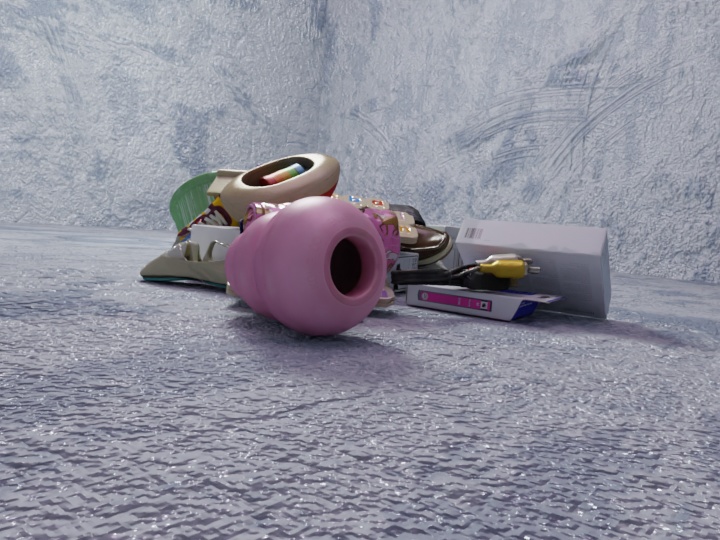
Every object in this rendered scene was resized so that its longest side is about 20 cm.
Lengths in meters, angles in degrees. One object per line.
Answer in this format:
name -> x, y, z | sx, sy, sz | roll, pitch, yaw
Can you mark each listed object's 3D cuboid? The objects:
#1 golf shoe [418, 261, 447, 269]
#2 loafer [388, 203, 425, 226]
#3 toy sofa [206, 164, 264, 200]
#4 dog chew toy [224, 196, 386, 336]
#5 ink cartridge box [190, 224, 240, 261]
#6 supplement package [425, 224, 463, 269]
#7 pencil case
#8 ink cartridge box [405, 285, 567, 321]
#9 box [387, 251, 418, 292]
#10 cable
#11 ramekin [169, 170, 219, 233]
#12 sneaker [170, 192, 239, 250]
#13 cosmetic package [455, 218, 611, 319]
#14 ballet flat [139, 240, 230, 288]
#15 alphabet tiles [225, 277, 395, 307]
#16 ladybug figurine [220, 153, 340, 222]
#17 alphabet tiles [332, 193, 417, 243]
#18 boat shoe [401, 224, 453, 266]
golf shoe -> 0.111, -0.014, 1.030 | 0.077, 0.099, 0.199 | 5, 6, -26
loafer -> 0.025, -0.096, 1.120 | 0.197, 0.074, 0.073 | 5, 39, -12
toy sofa -> -0.208, -0.101, 1.092 | 0.081, 0.202, 0.098 | 5, 48, 17
dog chew toy -> -0.066, -0.004, 0.562 | 0.123, 0.127, 0.199 | 1, -1, -38
ink cartridge box -> -0.153, -0.024, 0.927 | 0.144, 0.086, 0.199 | 8, 4, 33
supplement package -> 0.171, -0.030, 1.151 | 0.115, 0.119, 0.200 | 3, 4, -18
pencil case -> -0.046, -0.037, 0.709 | 0.197, 0.084, 0.086 | 0, -1, -22
ink cartridge box -> 0.168, 0.040, 0.784 | 0.198, 0.038, 0.094 | 5, 4, 34
box -> 0.000, 0.000, 0.910 | 0.115, 0.061, 0.199 | 7, 7, 29
cable -> 0.127, -0.003, 0.750 | 0.197, 0.051, 0.097 | 4, 3, -15
ramekin -> -0.289, -0.104, 1.203 | 0.197, 0.099, 0.201 | -16, -27, -8
sneaker -> -0.255, -0.066, 0.980 | 0.075, 0.200, 0.090 | 47, 30, -2
cosmetic package -> 0.251, -0.003, 0.831 | 0.197, 0.052, 0.151 | 8, -34, 31
ballet flat -> -0.221, -0.011, 0.809 | 0.197, 0.071, 0.069 | 6, 4, 18
alphabet tiles -> -0.059, 0.015, 0.704 | 0.197, 0.015, 0.196 | 5, 18, -5
ladybug figurine -> -0.113, -0.118, 0.869 | 0.198, 0.073, 0.135 | -26, 35, -26
alphabet tiles -> -0.009, -0.078, 0.925 | 0.197, 0.015, 0.196 | 6, 29, -6
boat shoe -> 0.063, -0.056, 1.008 | 0.200, 0.075, 0.075 | 1, -40, 39
